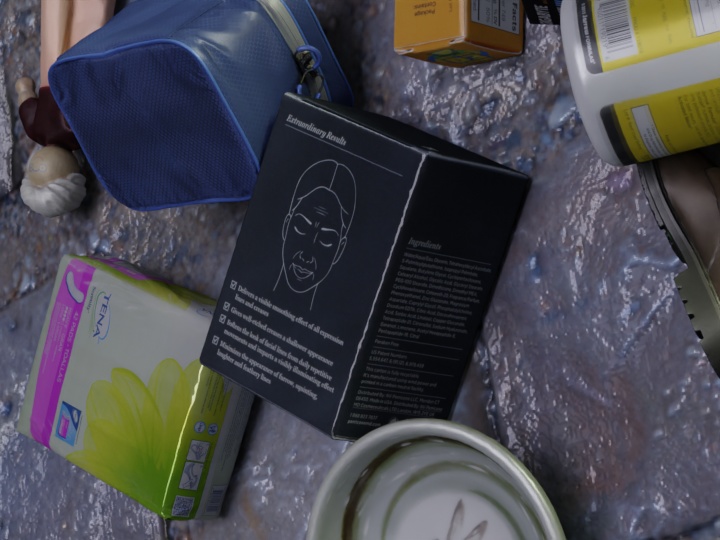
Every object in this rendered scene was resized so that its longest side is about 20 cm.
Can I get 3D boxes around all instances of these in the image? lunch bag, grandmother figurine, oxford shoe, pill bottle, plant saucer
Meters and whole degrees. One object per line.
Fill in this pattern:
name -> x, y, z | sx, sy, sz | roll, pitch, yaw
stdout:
lunch bag -> -0.103, -0.135, 1.775 | 0.200, 0.132, 0.136 | -3, 122, 44
grandmother figurine -> -0.234, -0.141, 1.972 | 0.121, 0.060, 0.201 | -3, 78, 52
oxford shoe -> 0.222, -0.034, 1.518 | 0.084, 0.073, 0.200 | -26, 62, 13
pill bottle -> 0.225, -0.136, 1.460 | 0.199, 0.112, 0.112 | -14, 72, 16
plant saucer -> 0.058, 0.192, 1.617 | 0.200, 0.050, 0.201 | 4, 98, 34

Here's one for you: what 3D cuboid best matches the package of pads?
package of pads -> -0.162, 0.081, 1.855 | 0.200, 0.068, 0.155 | 24, 101, 43

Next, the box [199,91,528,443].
box -> 0.000, 0.000, 1.686 | 0.148, 0.107, 0.201 | 27, 102, 44

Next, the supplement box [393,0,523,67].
supplement box -> 0.068, -0.242, 1.693 | 0.066, 0.069, 0.201 | -6, 77, 44

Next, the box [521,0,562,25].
box -> 0.130, -0.267, 1.555 | 0.050, 0.198, 0.201 | 6, 86, 9
